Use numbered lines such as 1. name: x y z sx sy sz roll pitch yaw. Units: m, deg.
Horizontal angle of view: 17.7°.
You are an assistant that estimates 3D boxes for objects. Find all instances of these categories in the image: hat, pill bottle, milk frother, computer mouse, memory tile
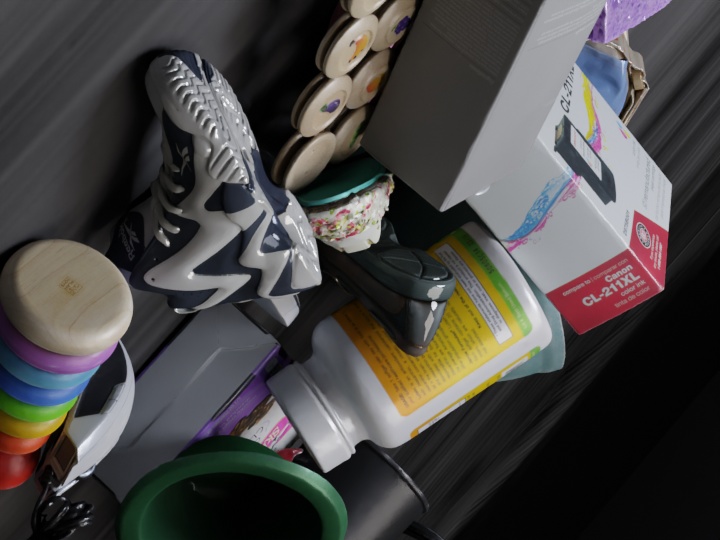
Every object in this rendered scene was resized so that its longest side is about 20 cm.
1. hat: -0.095 0.129 1.704 0.201 0.165 0.177 114 -18 -45
2. pill bottle: 0.033 0.062 1.728 0.199 0.111 0.111 -34 160 -5
3. milk frother: -0.024 0.253 1.900 0.188 0.200 0.180 -47 -173 -13
4. computer mouse: -0.184 0.119 1.538 0.110 0.044 0.201 -54 -165 44
5. memory tile: 0.015 -0.146 1.524 0.153 0.017 0.201 -32 155 -45

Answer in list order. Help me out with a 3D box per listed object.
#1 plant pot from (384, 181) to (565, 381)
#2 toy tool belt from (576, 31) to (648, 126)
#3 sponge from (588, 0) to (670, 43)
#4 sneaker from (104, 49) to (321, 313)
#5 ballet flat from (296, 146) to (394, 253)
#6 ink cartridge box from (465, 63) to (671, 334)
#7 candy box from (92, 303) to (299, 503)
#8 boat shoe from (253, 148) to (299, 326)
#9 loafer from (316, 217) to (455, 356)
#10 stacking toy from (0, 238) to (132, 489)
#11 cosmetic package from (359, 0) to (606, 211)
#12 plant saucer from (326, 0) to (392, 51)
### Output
1. plant pot: 0.069 0.008 1.882 0.133 0.201 0.201 -19 156 -7
2. toy tool belt: 0.168 -0.157 1.831 0.123 0.124 0.201 -66 180 -51
3. sponge: 0.197 -0.279 1.713 0.111 0.030 0.201 -34 130 -45
4. sneaker: -0.120 -0.043 1.463 0.129 0.080 0.199 -22 138 11
5. ballet flat: -0.006 -0.050 1.615 0.075 0.064 0.200 -13 -163 8
6. ink cartridge box: 0.143 -0.077 1.736 0.083 0.200 0.146 -28 -153 28
7. candy box: -0.121 0.122 1.800 0.168 0.071 0.200 -48 162 -6
8. boat shoe: -0.065 -0.026 1.656 0.068 0.072 0.200 -45 154 -12
9. loafer: 0.000 0.000 1.677 0.071 0.200 0.063 3 109 -28
10. stacking toy: -0.213 0.074 1.482 0.085 0.085 0.200 -32 159 -44
11. cosmetic package: 0.089 -0.148 1.537 0.107 0.090 0.201 -28 154 -49
12. plant saucer: 0.042 -0.186 1.618 0.200 0.051 0.201 -44 162 -18
